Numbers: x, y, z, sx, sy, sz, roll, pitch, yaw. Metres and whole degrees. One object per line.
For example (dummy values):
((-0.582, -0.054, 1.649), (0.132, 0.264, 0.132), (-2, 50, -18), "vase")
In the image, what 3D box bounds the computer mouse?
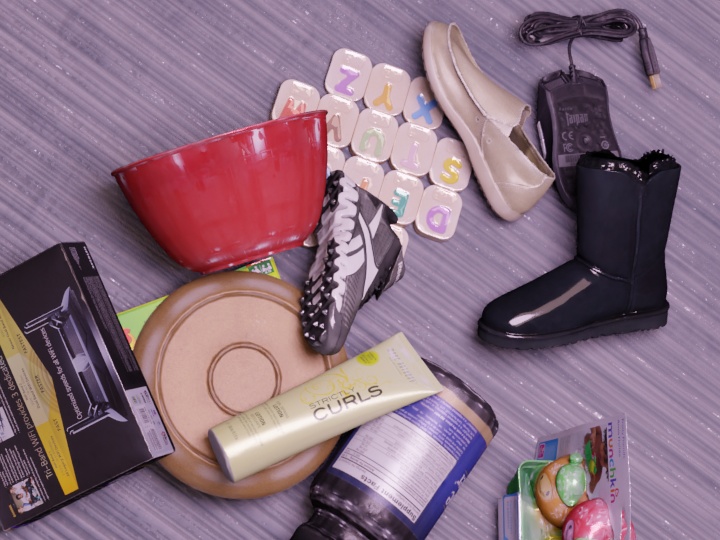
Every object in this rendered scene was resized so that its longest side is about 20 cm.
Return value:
((0.227, -0.153, 1.788), (0.139, 0.046, 0.202), (-11, 82, -19), "computer mouse")

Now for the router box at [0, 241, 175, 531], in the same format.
((-0.269, 0.098, 1.596), (0.156, 0.052, 0.201), (-26, 84, 16), "router box")

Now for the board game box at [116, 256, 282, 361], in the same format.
((-0.155, 0.072, 1.662), (0.198, 0.048, 0.102), (-20, 83, -15), "board game box")

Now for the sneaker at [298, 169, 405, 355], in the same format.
((0.000, 0.000, 1.657), (0.090, 0.067, 0.201), (23, 43, -18), "sneaker")

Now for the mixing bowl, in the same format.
((-0.108, -0.061, 1.628), (0.198, 0.200, 0.109), (-17, 91, -14), "mixing bowl")

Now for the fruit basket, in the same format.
((0.185, 0.226, 1.620), (0.093, 0.200, 0.187), (2, 79, -12), "fruit basket")

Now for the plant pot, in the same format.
((-0.103, 0.097, 1.629), (0.198, 0.027, 0.202), (2, 78, -11), "plant pot")

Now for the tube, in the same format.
((-0.033, 0.116, 1.601), (0.199, 0.052, 0.058), (-24, 91, -15), "tube")

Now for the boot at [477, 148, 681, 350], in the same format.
((0.198, -0.024, 1.704), (0.198, 0.076, 0.170), (-8, 110, -18), "boot")

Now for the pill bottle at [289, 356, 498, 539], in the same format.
((0.025, 0.184, 1.643), (0.112, 0.112, 0.201), (37, 75, -2), "pill bottle")

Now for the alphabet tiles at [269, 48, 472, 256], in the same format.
((0.006, -0.103, 1.748), (0.198, 0.015, 0.197), (19, 76, -7), "alphabet tiles")

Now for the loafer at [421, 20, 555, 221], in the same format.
((0.122, -0.147, 1.742), (0.068, 0.076, 0.201), (-25, 94, 20), "loafer")
